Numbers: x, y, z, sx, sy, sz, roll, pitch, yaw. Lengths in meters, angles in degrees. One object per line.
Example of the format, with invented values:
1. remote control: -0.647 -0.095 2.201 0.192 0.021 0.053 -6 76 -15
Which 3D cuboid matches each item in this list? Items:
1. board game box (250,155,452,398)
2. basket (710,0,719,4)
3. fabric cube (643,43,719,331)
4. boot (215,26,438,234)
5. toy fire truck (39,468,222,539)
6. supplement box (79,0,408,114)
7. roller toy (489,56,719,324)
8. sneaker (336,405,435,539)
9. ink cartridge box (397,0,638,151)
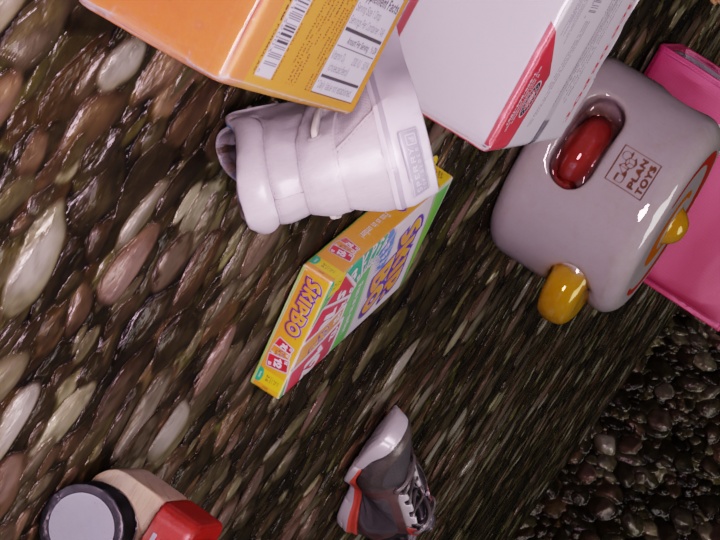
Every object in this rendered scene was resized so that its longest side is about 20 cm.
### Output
1. board game box: 0.000 0.000 1.470 0.200 0.030 0.096 -46 164 -56
2. basket: 0.320 -0.281 1.778 0.143 0.148 0.200 -63 167 26
3. fabric cube: 0.329 -0.085 2.236 0.200 0.195 0.200 -58 170 12
4. boot: -0.023 -0.074 1.078 0.200 0.095 0.074 -102 179 -72
5. toy fire truck: -0.094 0.222 1.202 0.177 0.199 0.129 -58 169 2
6. supplement box: -0.039 -0.107 0.900 0.069 0.066 0.200 -61 169 4
7. roller toy: 0.204 -0.066 1.879 0.200 0.139 0.183 -43 161 -51
8. sneaker: 0.035 0.182 1.967 0.077 0.082 0.200 -53 168 -23
9. ink cartridge box: 0.095 -0.152 1.314 0.145 0.083 0.200 -61 168 12
